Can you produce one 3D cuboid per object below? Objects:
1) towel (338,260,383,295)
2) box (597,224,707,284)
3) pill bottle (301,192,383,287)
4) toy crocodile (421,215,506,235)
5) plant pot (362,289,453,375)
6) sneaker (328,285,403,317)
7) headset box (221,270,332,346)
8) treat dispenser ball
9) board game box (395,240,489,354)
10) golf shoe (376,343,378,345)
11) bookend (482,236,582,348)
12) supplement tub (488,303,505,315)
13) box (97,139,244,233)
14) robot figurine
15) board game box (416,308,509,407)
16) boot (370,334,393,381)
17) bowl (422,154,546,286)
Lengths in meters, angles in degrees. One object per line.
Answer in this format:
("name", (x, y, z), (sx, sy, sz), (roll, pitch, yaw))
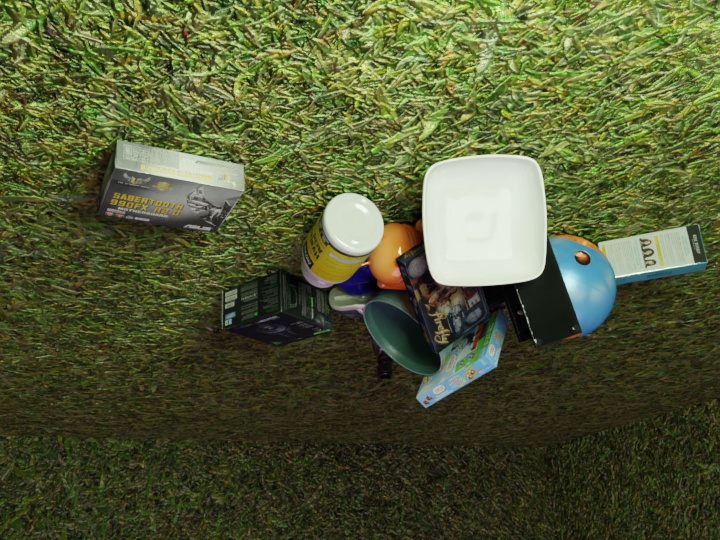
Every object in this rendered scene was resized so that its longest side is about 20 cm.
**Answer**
("towel", (0.000, 0.000, 1.505), (0.145, 0.051, 0.200), (-12, 156, 17))
("box", (0.588, -0.029, 1.496), (0.196, 0.084, 0.049), (-10, 158, 15))
("pill bottle", (-0.041, -0.044, 1.313), (0.109, 0.114, 0.200), (4, 155, -19))
("toy crocodile", (0.202, -0.086, 1.273), (0.196, 0.068, 0.062), (-15, 144, -5))
("plant pot", (0.122, 0.095, 1.520), (0.199, 0.134, 0.202), (33, 150, 22))
("sneaker", (0.030, 0.069, 1.651), (0.195, 0.077, 0.085), (3, 157, 9))
("headset box", (-0.178, 0.091, 1.635), (0.171, 0.095, 0.199), (-17, 155, 29))
("treat dispenser ball", (0.400, 0.033, 1.454), (0.196, 0.205, 0.202), (-3, 158, -1))
("board game box", (0.153, 0.032, 1.341), (0.134, 0.034, 0.203), (-32, 120, -18))
("golf shoe", (0.115, 0.159, 1.826), (0.197, 0.097, 0.077), (13, 176, -30))
("bookend", (0.283, 0.042, 1.328), (0.090, 0.203, 0.200), (-16, 171, -13))
("supplement tub", (0.248, 0.058, 1.570), (0.120, 0.125, 0.201), (1, 147, -11))
("box", (-0.297, -0.126, 1.156), (0.196, 0.049, 0.158), (8, 155, -27))
("robot figurine", (0.096, -0.026, 1.378), (0.197, 0.120, 0.143), (9, 171, -31))
("board game box", (0.207, 0.178, 1.495), (0.037, 0.152, 0.199), (42, 128, -10))
("boot", (0.061, 0.204, 1.893), (0.068, 0.135, 0.201), (-6, 158, 7))
("bowl", (0.194, -0.080, 1.190), (0.195, 0.205, 0.075), (-3, -176, -1))
